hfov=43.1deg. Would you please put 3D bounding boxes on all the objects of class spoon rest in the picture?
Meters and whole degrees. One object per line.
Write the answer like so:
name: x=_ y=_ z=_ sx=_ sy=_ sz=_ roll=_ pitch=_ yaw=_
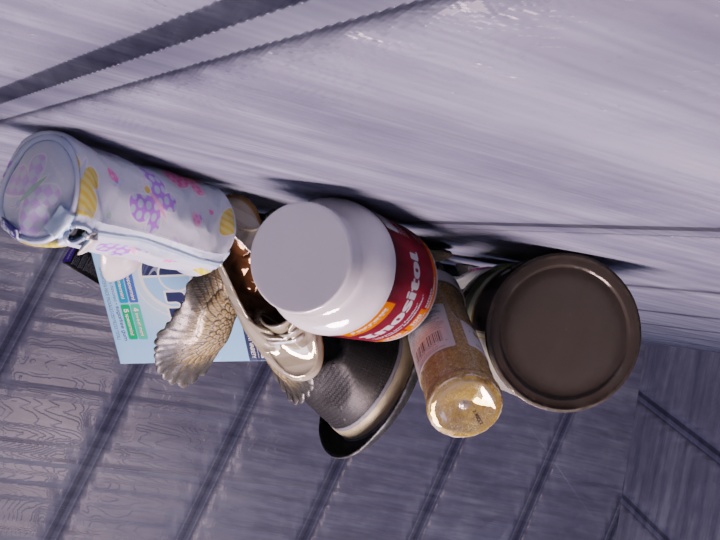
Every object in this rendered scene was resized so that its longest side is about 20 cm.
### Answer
spoon rest: x=-0.222 y=-0.045 z=0.892 sx=0.060 sy=0.100 sz=0.200 roll=7 pitch=-173 yaw=3

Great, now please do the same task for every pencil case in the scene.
pencil case: x=-0.182 y=-0.046 z=0.714 sx=0.091 sy=0.083 sz=0.200 roll=33 pitch=-172 yaw=25

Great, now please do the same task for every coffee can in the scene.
coffee can: x=0.181 y=0.061 z=0.935 sx=0.145 sy=0.147 sz=0.200 roll=10 pitch=177 yaw=-4

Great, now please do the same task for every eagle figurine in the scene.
eagle figurine: x=-0.117 y=0.036 z=0.943 sx=0.150 sy=0.201 sz=0.151 roll=13 pitch=176 yaw=-43

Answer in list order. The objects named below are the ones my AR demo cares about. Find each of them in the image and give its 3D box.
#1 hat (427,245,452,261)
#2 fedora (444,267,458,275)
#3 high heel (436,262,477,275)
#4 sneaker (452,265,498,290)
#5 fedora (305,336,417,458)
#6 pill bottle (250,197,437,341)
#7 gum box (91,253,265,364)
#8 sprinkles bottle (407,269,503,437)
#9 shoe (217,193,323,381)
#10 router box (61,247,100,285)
hat: x=0.000 y=0.000 z=1.022 sx=0.199 sy=0.081 sz=0.201 roll=9 pitch=178 yaw=0
fedora: x=0.099 y=0.042 z=1.356 sx=0.199 sy=0.092 sz=0.201 roll=9 pitch=177 yaw=0
high heel: x=0.068 y=0.051 z=1.167 sx=0.199 sy=0.143 sz=0.071 roll=12 pitch=177 yaw=-33
sneaker: x=0.131 y=0.043 z=1.097 sx=0.199 sy=0.087 sz=0.080 roll=-7 pitch=177 yaw=9
fedora: x=-0.017 y=0.110 z=1.013 sx=0.091 sy=0.201 sz=0.200 roll=31 pitch=171 yaw=-18
pill bottle: x=-0.012 y=0.001 z=0.773 sx=0.112 sy=0.114 sz=0.200 roll=9 pitch=177 yaw=21
gum box: x=-0.207 y=0.028 z=1.087 sx=0.199 sy=0.171 sz=0.045 roll=-2 pitch=-155 yaw=11
sprinkles bottle: x=0.080 y=0.072 z=0.856 sx=0.068 sy=0.069 sz=0.200 roll=10 pitch=-155 yaw=-11
shoe: x=-0.093 y=0.027 z=0.854 sx=0.070 sy=0.201 sz=0.053 roll=-21 pitch=-160 yaw=12
router box: x=-0.287 y=0.029 z=1.258 sx=0.157 sy=0.052 sz=0.200 roll=23 pitch=170 yaw=37
